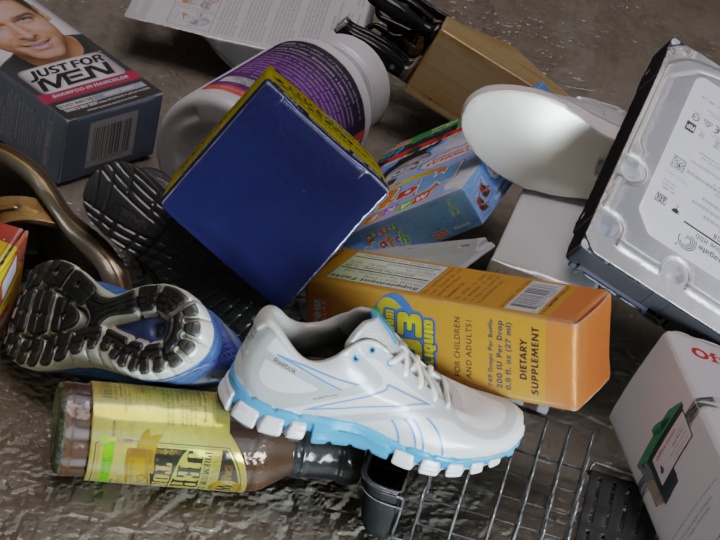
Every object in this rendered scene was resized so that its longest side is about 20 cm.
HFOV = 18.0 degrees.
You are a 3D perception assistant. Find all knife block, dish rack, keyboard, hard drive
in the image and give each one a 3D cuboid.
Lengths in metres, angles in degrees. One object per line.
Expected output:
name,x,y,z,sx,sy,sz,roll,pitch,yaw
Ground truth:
knife block,0.078,-0.161,1.879,0.175,0.064,0.200,14,25,-44
dish rack,0.103,0.143,1.482,0.199,0.055,0.154,17,33,5
keyboard,0.000,0.000,1.608,0.199,0.011,0.056,-6,24,37
hard drive,0.237,-0.052,1.596,0.139,0.038,0.200,33,59,-8

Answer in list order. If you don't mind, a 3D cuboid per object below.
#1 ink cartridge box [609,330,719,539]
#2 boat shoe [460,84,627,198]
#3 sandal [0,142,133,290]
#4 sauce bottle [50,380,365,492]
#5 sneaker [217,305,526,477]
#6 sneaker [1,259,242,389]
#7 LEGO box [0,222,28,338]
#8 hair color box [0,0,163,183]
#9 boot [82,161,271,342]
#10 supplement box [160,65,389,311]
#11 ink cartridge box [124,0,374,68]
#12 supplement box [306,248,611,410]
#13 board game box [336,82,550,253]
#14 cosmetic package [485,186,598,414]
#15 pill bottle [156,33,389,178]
ink cartridge box,0.263,0.145,1.485,0.146,0.084,0.200,19,28,-22
boat shoe,0.165,-0.095,1.656,0.199,0.072,0.069,11,23,-10
sandal,-0.231,-0.022,1.602,0.054,0.081,0.200,-29,54,-26
sauce bottle,-0.096,0.108,1.449,0.199,0.065,0.065,5,33,-11
sneaker,0.016,0.069,1.427,0.199,0.087,0.075,11,28,-15
sneaker,-0.157,0.048,1.501,0.199,0.079,0.089,12,-15,41
LEGO box,-0.320,0.031,1.471,0.148,0.077,0.200,16,32,4
hair color box,-0.259,-0.152,1.793,0.099,0.061,0.200,-21,45,-42
boot,-0.106,0.000,1.599,0.200,0.070,0.132,54,8,6
supplement box,-0.058,-0.061,1.543,0.109,0.110,0.200,41,4,-7
ink cartridge box,-0.093,-0.215,1.973,0.199,0.057,0.163,9,32,3
supplement box,0.063,0.038,1.504,0.199,0.067,0.069,10,25,27
board game box,0.056,-0.066,1.720,0.151,0.037,0.200,-22,17,31
cosmetic package,0.136,0.001,1.660,0.081,0.113,0.200,22,31,6
pill bottle,-0.060,-0.116,1.766,0.111,0.112,0.200,27,35,19
